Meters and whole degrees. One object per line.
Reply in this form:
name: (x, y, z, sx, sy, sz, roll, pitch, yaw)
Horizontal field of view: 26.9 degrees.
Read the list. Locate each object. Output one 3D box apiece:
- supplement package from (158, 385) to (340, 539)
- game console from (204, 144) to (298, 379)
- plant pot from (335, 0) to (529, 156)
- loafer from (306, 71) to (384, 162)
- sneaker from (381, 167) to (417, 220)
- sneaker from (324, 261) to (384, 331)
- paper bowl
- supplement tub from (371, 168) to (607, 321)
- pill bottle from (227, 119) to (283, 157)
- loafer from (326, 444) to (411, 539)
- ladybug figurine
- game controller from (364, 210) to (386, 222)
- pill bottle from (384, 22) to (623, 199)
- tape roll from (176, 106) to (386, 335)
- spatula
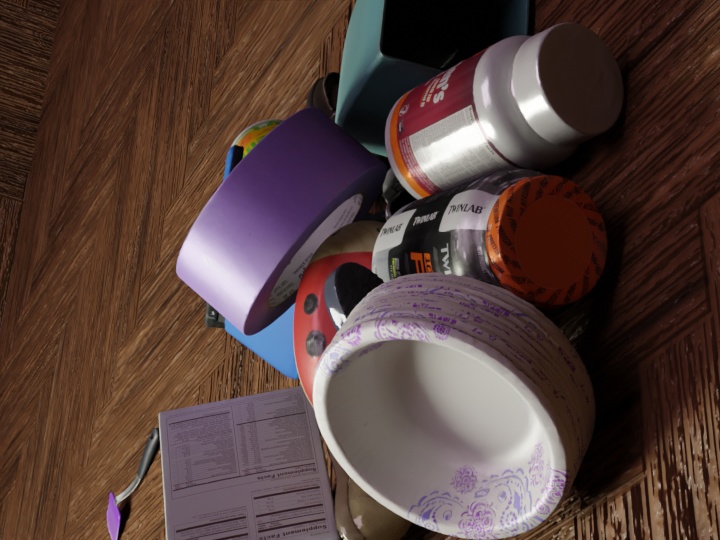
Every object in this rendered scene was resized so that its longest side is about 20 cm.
supplement package: (-0.095, 0.236, 1.371, 0.201, 0.149, 0.153, -104, 5, -52)
game console: (-0.103, -0.007, 1.623, 0.201, 0.117, 0.172, 107, 171, -57)
plant pot: (0.052, -0.195, 1.422, 0.200, 0.140, 0.143, 134, 146, -59)
loafer: (-0.004, -0.155, 1.626, 0.071, 0.073, 0.201, -49, 36, 27)
sneaker: (0.055, -0.069, 1.389, 0.075, 0.081, 0.200, -69, 22, 9)
sneaker: (0.016, 0.085, 1.216, 0.082, 0.201, 0.070, -18, 22, 41)
paper bowl: (0.073, 0.089, 1.095, 0.201, 0.200, 0.105, -49, 5, 46)
supplement tub: (0.100, -0.011, 1.186, 0.200, 0.122, 0.124, -17, 58, 65)
pill bottle: (-0.079, -0.093, 1.688, 0.112, 0.110, 0.200, -68, 22, 13)
loafer: (0.016, 0.181, 1.327, 0.067, 0.076, 0.201, -29, 28, 11)
ladybug figurine: (0.002, 0.050, 1.307, 0.072, 0.134, 0.202, 43, -138, -70)
game controller: (0.000, 0.000, 1.452, 0.104, 0.042, 0.200, -40, 19, 10)
pill bottle: (0.116, -0.127, 1.236, 0.199, 0.109, 0.111, -22, 54, 54)
tape roll: (-0.070, -0.044, 1.363, 0.200, 0.085, 0.200, -48, -10, -11)
spatula: (-0.319, 0.297, 2.104, 0.201, 0.020, 0.057, -60, 37, 24)
